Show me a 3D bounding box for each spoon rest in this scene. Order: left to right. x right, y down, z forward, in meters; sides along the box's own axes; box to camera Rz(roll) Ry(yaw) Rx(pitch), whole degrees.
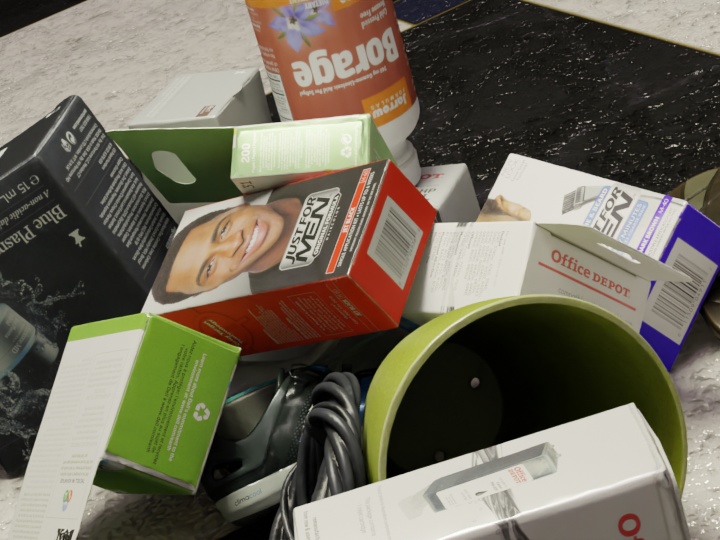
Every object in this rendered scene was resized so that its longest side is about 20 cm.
[{"bbox_3d":[-0.079,0.072,1.363,0.200,0.061,0.099,-44,-8,6],"label":"spoon rest"}]

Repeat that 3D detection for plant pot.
[{"bbox_3d":[0.074,0.098,1.150,0.186,0.189,0.200,-23,11,-12],"label":"plant pot"}]

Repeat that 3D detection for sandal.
[{"bbox_3d":[0.267,-0.002,1.358,0.081,0.055,0.201,-22,39,4],"label":"sandal"}]

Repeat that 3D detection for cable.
[{"bbox_3d":[-0.031,0.140,1.139,0.050,0.165,0.200,9,18,-4],"label":"cable"}]

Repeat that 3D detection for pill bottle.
[{"bbox_3d":[-0.016,-0.156,1.478,0.111,0.202,0.112,-14,23,6],"label":"pill bottle"}]

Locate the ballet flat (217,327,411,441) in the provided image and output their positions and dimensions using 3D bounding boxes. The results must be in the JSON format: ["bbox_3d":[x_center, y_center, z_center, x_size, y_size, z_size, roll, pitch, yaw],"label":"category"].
[{"bbox_3d":[-0.029,0.100,1.330,0.199,0.068,0.064,-26,56,-10],"label":"ballet flat"}]

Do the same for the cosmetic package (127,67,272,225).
[{"bbox_3d":[-0.111,-0.052,1.524,0.089,0.202,0.107,-6,23,22],"label":"cosmetic package"}]

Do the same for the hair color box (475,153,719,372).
[{"bbox_3d":[0.163,-0.009,1.364,0.199,0.065,0.110,20,82,55],"label":"hair color box"}]

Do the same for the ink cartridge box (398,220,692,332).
[{"bbox_3d":[0.109,0.017,1.258,0.199,0.115,0.069,0,72,53],"label":"ink cartridge box"}]

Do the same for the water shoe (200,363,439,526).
[{"bbox_3d":[-0.022,0.092,1.273,0.199,0.079,0.072,-33,-5,-11],"label":"water shoe"}]

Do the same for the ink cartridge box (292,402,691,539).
[{"bbox_3d":[0.078,0.174,0.999,0.198,0.147,0.085,-16,25,2],"label":"ink cartridge box"}]

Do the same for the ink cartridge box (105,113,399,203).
[{"bbox_3d":[-0.071,-0.061,1.375,0.198,0.146,0.048,-4,69,14],"label":"ink cartridge box"}]

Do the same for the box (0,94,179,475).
[{"bbox_3d":[-0.240,0.013,1.422,0.196,0.201,0.118,-31,19,21],"label":"box"}]

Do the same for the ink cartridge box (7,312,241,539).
[{"bbox_3d":[-0.168,0.138,1.263,0.147,0.075,0.202,-11,60,61],"label":"ink cartridge box"}]

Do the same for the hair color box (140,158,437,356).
[{"bbox_3d":[-0.052,-0.003,1.291,0.199,0.061,0.102,-13,45,40],"label":"hair color box"}]

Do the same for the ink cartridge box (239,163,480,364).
[{"bbox_3d":[0.000,0.000,1.485,0.144,0.084,0.200,-5,27,26],"label":"ink cartridge box"}]
